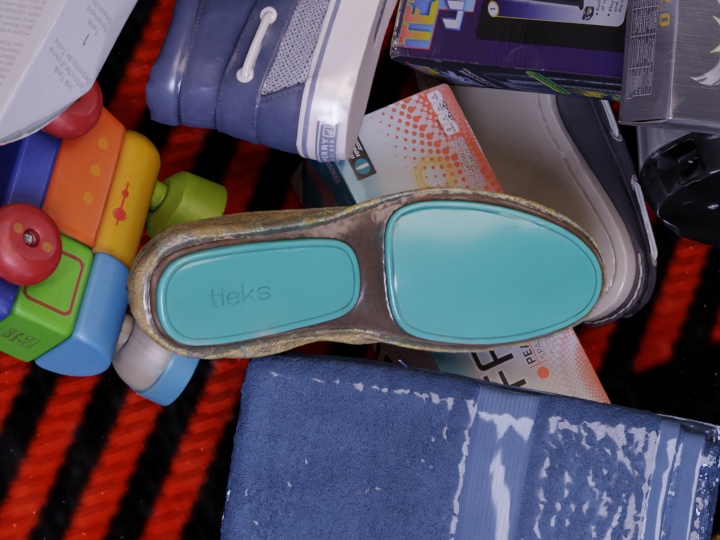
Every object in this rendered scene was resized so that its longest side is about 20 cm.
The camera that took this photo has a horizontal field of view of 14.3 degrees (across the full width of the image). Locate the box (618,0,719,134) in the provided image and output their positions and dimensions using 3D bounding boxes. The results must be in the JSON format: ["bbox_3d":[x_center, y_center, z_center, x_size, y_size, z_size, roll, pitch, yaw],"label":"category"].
[{"bbox_3d":[0.189,-0.150,1.143,0.158,0.048,0.201,5,89,-21],"label":"box"}]

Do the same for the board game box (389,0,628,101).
[{"bbox_3d":[0.110,-0.173,1.227,0.057,0.165,0.201,17,85,-48],"label":"board game box"}]

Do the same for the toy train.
[{"bbox_3d":[-0.106,-0.046,1.229,0.115,0.085,0.201,27,59,-24],"label":"toy train"}]

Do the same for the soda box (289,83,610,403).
[{"bbox_3d":[0.046,0.025,1.251,0.068,0.064,0.201,-23,79,-21],"label":"soda box"}]

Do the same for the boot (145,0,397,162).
[{"bbox_3d":[-0.027,-0.139,1.246,0.090,0.073,0.201,12,53,7],"label":"boot"}]

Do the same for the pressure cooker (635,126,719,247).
[{"bbox_3d":[0.206,-0.123,1.285,0.175,0.179,0.201,1,74,-15],"label":"pressure cooker"}]

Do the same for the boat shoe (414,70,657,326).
[{"bbox_3d":[0.081,-0.066,1.306,0.063,0.072,0.201,11,55,-59],"label":"boat shoe"}]

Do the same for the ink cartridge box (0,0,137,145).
[{"bbox_3d":[-0.190,-0.075,1.176,0.162,0.050,0.201,11,66,31],"label":"ink cartridge box"}]

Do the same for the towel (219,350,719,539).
[{"bbox_3d":[0.044,0.100,1.176,0.199,0.049,0.112,11,82,5],"label":"towel"}]

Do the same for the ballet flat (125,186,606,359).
[{"bbox_3d":[0.000,0.000,1.180,0.199,0.071,0.071,-4,74,-16],"label":"ballet flat"}]
